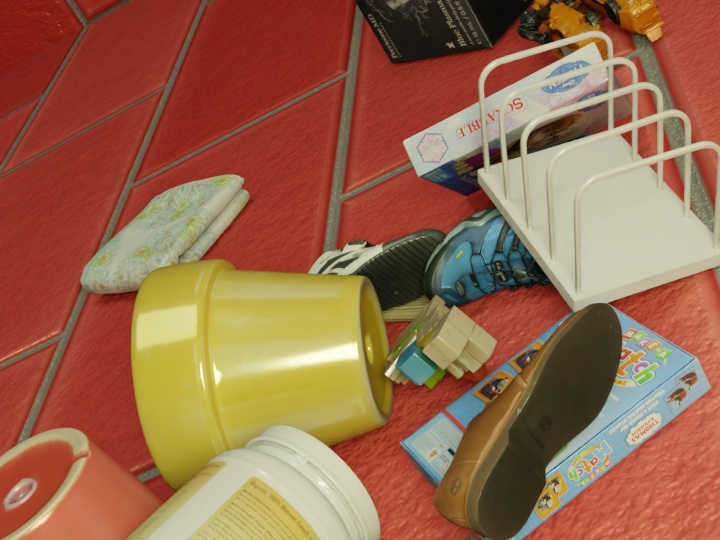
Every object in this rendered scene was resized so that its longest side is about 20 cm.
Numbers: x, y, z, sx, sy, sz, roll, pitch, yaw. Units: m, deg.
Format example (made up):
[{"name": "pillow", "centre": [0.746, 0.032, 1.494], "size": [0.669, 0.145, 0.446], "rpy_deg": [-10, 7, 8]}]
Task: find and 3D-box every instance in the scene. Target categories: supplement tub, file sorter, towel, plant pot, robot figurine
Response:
[{"name": "supplement tub", "centre": [-0.092, 0.220, 0.969], "size": [0.144, 0.145, 0.200], "rpy_deg": [0, 33, 49]}, {"name": "file sorter", "centre": [0.194, -0.089, 1.120], "size": [0.138, 0.125, 0.200], "rpy_deg": [-18, 40, -10]}, {"name": "towel", "centre": [-0.251, -0.045, 1.747], "size": [0.170, 0.048, 0.200], "rpy_deg": [-8, 35, 43]}, {"name": "plant pot", "centre": [-0.075, 0.083, 1.171], "size": [0.187, 0.202, 0.201], "rpy_deg": [-9, 30, 10]}, {"name": "plant pot", "centre": [-0.223, 0.235, 1.068], "size": [0.199, 0.178, 0.201], "rpy_deg": [-26, 26, 13]}, {"name": "robot figurine", "centre": [0.265, -0.293, 1.571], "size": [0.144, 0.058, 0.200], "rpy_deg": [-32, 26, 1]}]

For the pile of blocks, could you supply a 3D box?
[{"name": "pile of blocks", "centre": [0.068, 0.075, 1.126], "size": [0.082, 0.062, 0.200], "rpy_deg": [-50, 3, 0]}]

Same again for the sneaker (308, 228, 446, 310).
[{"name": "sneaker", "centre": [0.000, 0.000, 1.303], "size": [0.199, 0.074, 0.089], "rpy_deg": [-31, 40, 24]}]

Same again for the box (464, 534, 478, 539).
[{"name": "box", "centre": [0.045, 0.273, 0.844], "size": [0.160, 0.044, 0.200], "rpy_deg": [-33, 25, -1]}]

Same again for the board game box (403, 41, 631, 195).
[{"name": "board game box", "centre": [0.160, -0.141, 1.323], "size": [0.198, 0.041, 0.200], "rpy_deg": [-27, -9, 16]}]

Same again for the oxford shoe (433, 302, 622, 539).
[{"name": "oxford shoe", "centre": [0.117, 0.097, 0.961], "size": [0.071, 0.072, 0.200], "rpy_deg": [4, 47, 53]}]

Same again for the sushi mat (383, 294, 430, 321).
[{"name": "sushi mat", "centre": [0.028, 0.017, 1.353], "size": [0.199, 0.012, 0.096], "rpy_deg": [-4, 38, 47]}]

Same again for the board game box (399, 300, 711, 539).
[{"name": "board game box", "centre": [0.143, 0.111, 1.026], "size": [0.199, 0.037, 0.151], "rpy_deg": [-37, 26, -6]}]

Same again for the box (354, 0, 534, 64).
[{"name": "box", "centre": [0.090, -0.393, 1.791], "size": [0.199, 0.197, 0.118], "rpy_deg": [1, 42, 50]}]

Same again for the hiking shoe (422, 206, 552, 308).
[{"name": "hiking shoe", "centre": [0.145, -0.019, 1.207], "size": [0.199, 0.075, 0.087], "rpy_deg": [-28, 25, 11]}]
